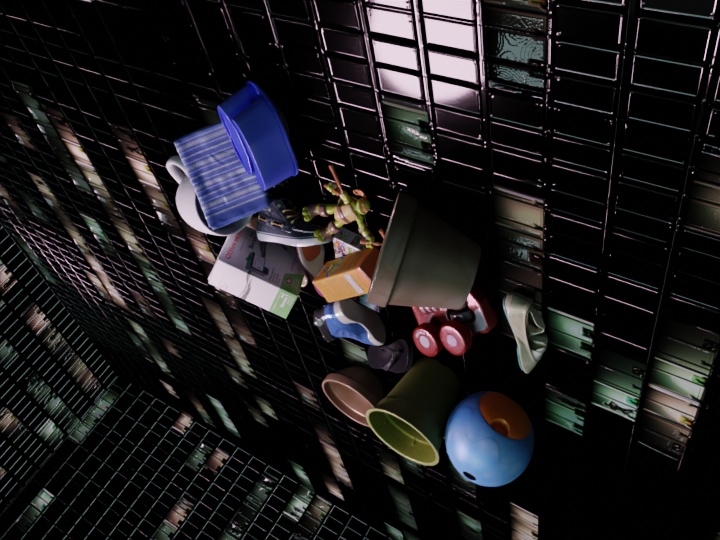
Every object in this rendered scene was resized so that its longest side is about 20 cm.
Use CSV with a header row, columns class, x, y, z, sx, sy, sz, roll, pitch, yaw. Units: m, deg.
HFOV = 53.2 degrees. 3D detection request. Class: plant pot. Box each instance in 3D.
class,x,y,z,sx,sy,sz,roll,pitch,yaw
plant pot,-0.002,0.333,1.982,0.198,0.093,0.203,29,150,18
plant pot,0.143,0.316,1.689,0.197,0.191,0.202,28,150,18
plant pot,0.116,-0.014,1.279,0.169,0.204,0.201,19,150,1

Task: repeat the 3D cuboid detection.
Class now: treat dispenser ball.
class,x,y,z,sx,sy,sz,roll,pitch,yaw
treat dispenser ball,0.285,0.372,1.595,0.198,0.202,0.203,27,150,17

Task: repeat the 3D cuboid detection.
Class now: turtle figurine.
class,x,y,z,sx,sy,sz,roll,pitch,yaw
turtle figurine,-0.038,-0.121,1.404,0.159,0.065,0.201,-13,128,40

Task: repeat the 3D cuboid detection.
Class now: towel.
class,x,y,z,sx,sy,sz,roll,pitch,yaw
towel,-0.283,-0.198,1.483,0.024,0.141,0.204,-111,1,-66

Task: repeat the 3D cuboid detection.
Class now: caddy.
class,x,y,z,sx,sy,sz,roll,pitch,yaw
caddy,-0.181,-0.254,1.348,0.141,0.104,0.202,45,162,42

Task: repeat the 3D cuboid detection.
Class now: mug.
class,x,y,z,sx,sy,sz,roll,pitch,yaw
mug,-0.352,-0.176,1.602,0.201,0.149,0.174,49,159,-30

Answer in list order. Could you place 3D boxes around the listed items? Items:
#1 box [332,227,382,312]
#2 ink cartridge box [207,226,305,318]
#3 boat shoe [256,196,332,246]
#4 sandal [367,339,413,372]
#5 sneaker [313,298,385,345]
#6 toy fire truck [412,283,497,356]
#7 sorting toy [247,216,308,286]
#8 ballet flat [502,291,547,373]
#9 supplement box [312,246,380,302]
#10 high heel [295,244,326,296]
class,x,y,z,sx,sy,sz,roll,pitch,yaw
box,0.000,0.000,1.566,0.108,0.035,0.202,26,149,22
ink cartridge box,-0.229,-0.004,1.637,0.196,0.148,0.085,25,130,-11
boat shoe,-0.147,-0.106,1.530,0.196,0.070,0.094,7,106,33
sandal,0.066,0.211,1.741,0.042,0.078,0.199,2,168,-30
sneaker,-0.030,0.129,1.674,0.109,0.079,0.199,-19,147,29
toy fire truck,0.167,0.066,1.410,0.198,0.111,0.171,-12,106,54
sorting toy,-0.232,-0.047,1.764,0.182,0.037,0.202,15,143,37
ballet flat,0.318,0.122,1.350,0.068,0.070,0.202,12,141,39
supplement box,-0.020,0.011,1.499,0.069,0.067,0.199,46,150,-15
high heel,-0.111,-0.020,1.648,0.096,0.066,0.204,33,148,62
